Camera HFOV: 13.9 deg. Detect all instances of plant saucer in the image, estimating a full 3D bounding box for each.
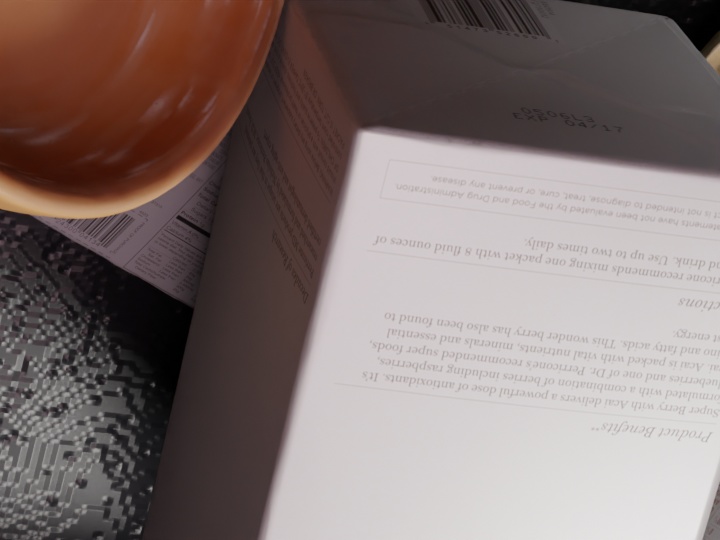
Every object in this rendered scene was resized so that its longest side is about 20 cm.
[{"bbox_3d":[-0.082,-0.112,0.690,0.037,0.200,0.201,-4,131,31],"label":"plant saucer"}]

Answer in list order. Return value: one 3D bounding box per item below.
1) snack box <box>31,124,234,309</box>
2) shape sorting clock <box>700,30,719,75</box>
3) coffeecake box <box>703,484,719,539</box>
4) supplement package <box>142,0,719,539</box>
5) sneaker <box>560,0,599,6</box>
[{"bbox_3d":[0.000,0.000,0.889,0.200,0.024,0.072,31,118,-28],"label":"snack box"},{"bbox_3d":[0.184,-0.023,0.919,0.199,0.039,0.201,-3,129,-3],"label":"shape sorting clock"},{"bbox_3d":[0.164,0.106,0.892,0.153,0.073,0.200,41,85,-31],"label":"coffeecake box"},{"bbox_3d":[0.021,0.037,0.787,0.121,0.120,0.201,7,114,-17],"label":"supplement package"},{"bbox_3d":[0.008,-0.087,0.826,0.104,0.060,0.200,-21,119,-2],"label":"sneaker"}]
